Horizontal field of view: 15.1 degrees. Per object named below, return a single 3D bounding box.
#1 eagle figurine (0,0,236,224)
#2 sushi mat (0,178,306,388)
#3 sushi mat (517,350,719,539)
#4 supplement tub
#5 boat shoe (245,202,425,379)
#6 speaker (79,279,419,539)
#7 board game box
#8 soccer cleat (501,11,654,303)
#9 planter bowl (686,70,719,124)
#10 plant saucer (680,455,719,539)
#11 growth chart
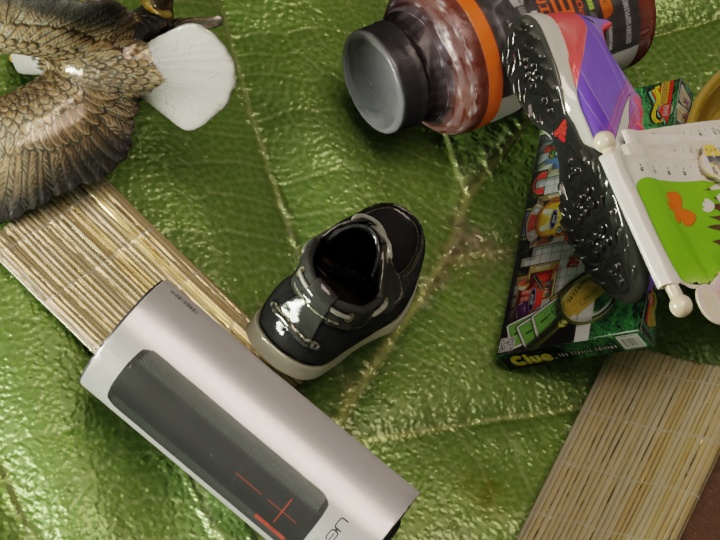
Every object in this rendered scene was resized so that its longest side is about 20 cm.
[{"bbox_3d":[-0.192,-0.125,1.680,0.200,0.151,0.152,-21,76,-37],"label":"eagle figurine"},{"bbox_3d":[-0.132,0.023,1.668,0.200,0.012,0.096,43,59,12],"label":"sushi mat"},{"bbox_3d":[0.162,0.126,1.654,0.095,0.012,0.200,9,51,28],"label":"sushi mat"},{"bbox_3d":[0.089,-0.153,1.784,0.200,0.107,0.107,-23,68,-26],"label":"supplement tub"},{"bbox_3d":[0.000,0.000,1.655,0.072,0.068,0.200,35,29,7],"label":"boat shoe"},{"bbox_3d":[-0.063,0.098,1.589,0.200,0.081,0.081,40,57,3],"label":"speaker"},{"bbox_3d":[0.151,-0.031,1.736,0.105,0.023,0.200,-10,50,30],"label":"board game box"},{"bbox_3d":[0.154,-0.074,1.688,0.073,0.068,0.200,-8,65,-27],"label":"soccer cleat"},{"bbox_3d":[0.288,-0.039,1.778,0.200,0.083,0.201,8,60,-15],"label":"planter bowl"},{"bbox_3d":[0.248,0.180,1.664,0.200,0.037,0.201,7,58,-11],"label":"plant saucer"},{"bbox_3d":[0.226,-0.040,1.669,0.200,0.018,0.145,-14,69,-44],"label":"growth chart"}]
